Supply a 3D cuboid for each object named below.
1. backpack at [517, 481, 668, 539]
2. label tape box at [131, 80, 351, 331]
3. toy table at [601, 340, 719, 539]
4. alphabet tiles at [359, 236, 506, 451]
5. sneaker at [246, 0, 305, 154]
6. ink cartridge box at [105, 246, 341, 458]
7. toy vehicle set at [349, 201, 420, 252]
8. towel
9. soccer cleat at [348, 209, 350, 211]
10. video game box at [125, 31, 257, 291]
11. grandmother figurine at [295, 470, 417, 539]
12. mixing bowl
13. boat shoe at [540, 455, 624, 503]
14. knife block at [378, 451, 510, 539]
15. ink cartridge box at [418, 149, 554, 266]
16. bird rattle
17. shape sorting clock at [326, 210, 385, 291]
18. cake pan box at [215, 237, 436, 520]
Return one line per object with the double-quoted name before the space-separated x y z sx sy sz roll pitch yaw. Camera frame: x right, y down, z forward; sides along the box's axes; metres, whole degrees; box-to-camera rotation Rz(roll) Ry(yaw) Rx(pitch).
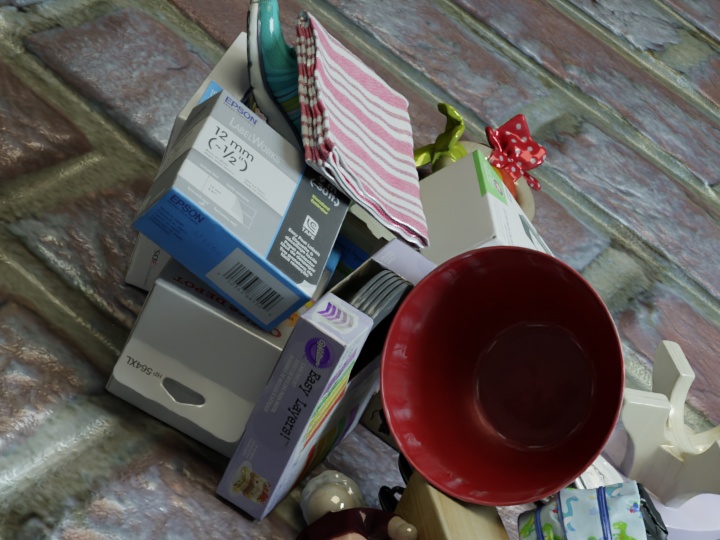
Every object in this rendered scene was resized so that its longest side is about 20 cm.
"backpack" 0.190 0.260 1.256 0.152 0.201 0.164 7 32 5
"label tape box" -0.084 -0.070 1.326 0.143 0.066 0.201 39 43 -16
"toy table" 0.301 0.170 1.541 0.199 0.118 0.184 2 41 -34
"alphabet tiles" 0.062 0.091 1.415 0.199 0.168 0.008 36 31 11
"sneaker" -0.049 -0.161 1.472 0.078 0.079 0.201 -79 150 -59
"ink cartridge box" -0.116 0.048 1.377 0.128 0.126 0.200 27 32 -2
"toy vehicle set" 0.060 -0.003 1.565 0.201 0.026 0.124 57 16 -13
"towel" 0.004 -0.124 1.404 0.146 0.030 0.201 38 31 -37
"soccer cleat" -0.034 -0.053 1.607 0.200 0.069 0.078 46 58 -1
"video game box" -0.146 -0.100 1.505 0.047 0.183 0.200 25 33 -1
"grandmother figurine" -0.015 0.217 1.251 0.120 0.061 0.200 -14 23 -1
"mixing bowl" 0.125 0.088 1.301 0.200 0.200 0.108 43 8 22
"boat shoe" 0.153 0.159 1.482 0.200 0.071 0.069 40 33 15
"knife block" 0.070 0.191 1.286 0.064 0.200 0.177 18 63 -16
"ink cartridge box" 0.138 0.007 1.582 0.200 0.084 0.146 50 20 -34
"bird rattle" 0.136 -0.101 1.843 0.199 0.113 0.164 17 44 -42
"shape sorting clock" 0.000 0.000 1.497 0.200 0.200 0.039 38 76 14
"cake pan box" -0.025 0.083 1.331 0.052 0.201 0.184 32 30 10
